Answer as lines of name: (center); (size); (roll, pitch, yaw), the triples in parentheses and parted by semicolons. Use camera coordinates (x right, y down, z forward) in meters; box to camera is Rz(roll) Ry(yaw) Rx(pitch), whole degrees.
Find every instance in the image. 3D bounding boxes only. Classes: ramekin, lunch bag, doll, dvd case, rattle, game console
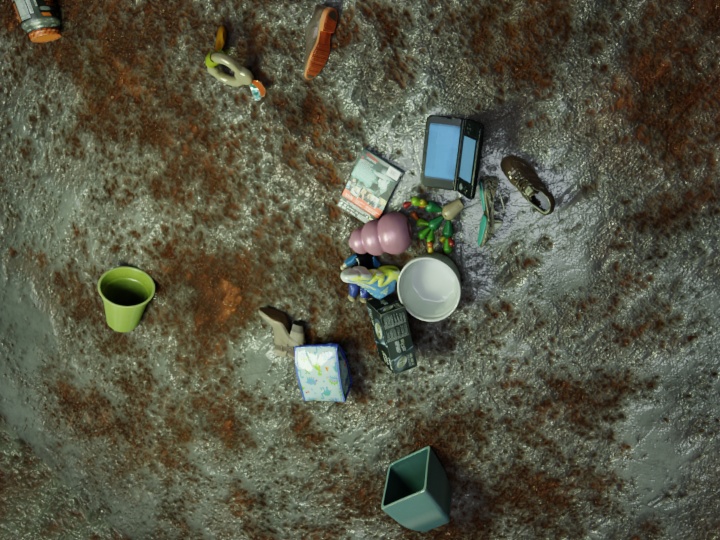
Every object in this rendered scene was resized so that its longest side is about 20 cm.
ramekin: (0.217, 0.041, 1.632); (0.194, 0.105, 0.206); (6, 111, 16)
lunch bag: (-0.131, 0.342, 1.845); (0.165, 0.128, 0.205); (-5, 119, 17)
doll: (0.000, 0.000, 1.719); (0.132, 0.049, 0.206); (7, 110, -5)
dvd case: (0.028, -0.251, 1.640); (0.144, 0.022, 0.203); (31, 117, 6)
rattle: (-0.365, -0.633, 1.636); (0.195, 0.146, 0.131); (19, 147, -5)
game console: (0.253, -0.318, 1.490); (0.113, 0.177, 0.206); (-1, 112, -11)

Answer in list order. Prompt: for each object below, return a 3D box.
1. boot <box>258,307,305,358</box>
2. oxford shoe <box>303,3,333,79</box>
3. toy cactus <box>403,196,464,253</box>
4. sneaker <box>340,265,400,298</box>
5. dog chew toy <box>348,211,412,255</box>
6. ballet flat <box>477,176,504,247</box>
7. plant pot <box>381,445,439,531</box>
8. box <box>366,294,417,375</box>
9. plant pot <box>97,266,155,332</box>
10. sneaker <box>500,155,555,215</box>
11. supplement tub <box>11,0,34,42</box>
boot: (-0.285, 0.230, 1.893); (0.195, 0.070, 0.150); (22, 117, 11)
oxford shoe: (-0.129, -0.658, 1.534); (0.072, 0.071, 0.204); (34, 113, 26)
toy cactus: (0.231, -0.153, 1.574); (0.163, 0.102, 0.203); (-35, 87, 16)
sneaker: (0.032, 0.045, 1.676); (0.194, 0.076, 0.108); (-3, 115, -14)
dog chew toy: (0.057, -0.103, 1.619); (0.194, 0.125, 0.128); (-11, 105, 17)
ballet flat: (0.377, -0.166, 1.530); (0.073, 0.068, 0.206); (-2, 107, 2)
plant pot: (0.216, 0.783, 1.855); (0.194, 0.198, 0.201); (-34, 106, 26)
box: (0.097, 0.199, 1.687); (0.084, 0.164, 0.206); (-17, 106, -12)
plant pot: (-0.891, 0.125, 2.016); (0.197, 0.201, 0.192); (32, 129, 5)
sneaker: (0.464, -0.236, 1.464); (0.200, 0.076, 0.071); (44, 117, -1)
supplement tub: (-1.068, -0.868, 1.743); (0.119, 0.123, 0.206); (-8, 107, 21)
